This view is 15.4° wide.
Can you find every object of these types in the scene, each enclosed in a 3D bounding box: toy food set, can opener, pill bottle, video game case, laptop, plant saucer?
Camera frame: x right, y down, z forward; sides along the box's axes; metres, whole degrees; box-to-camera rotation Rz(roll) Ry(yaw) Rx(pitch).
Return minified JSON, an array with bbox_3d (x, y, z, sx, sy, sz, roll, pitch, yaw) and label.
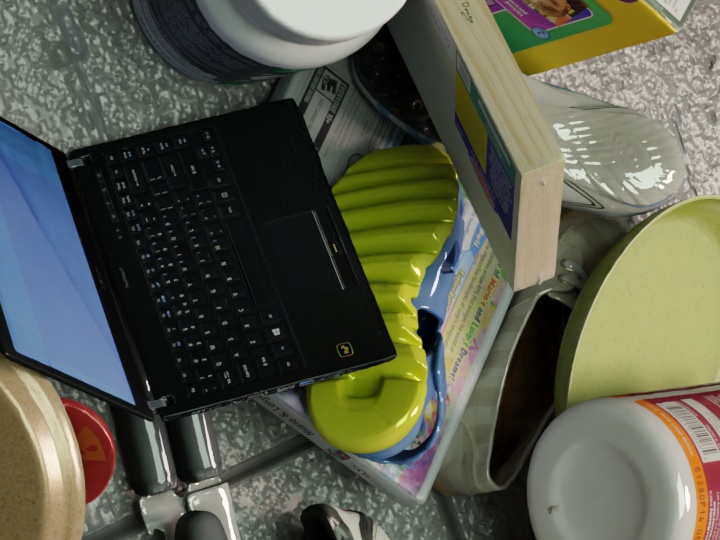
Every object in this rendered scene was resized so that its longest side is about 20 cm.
[{"bbox_3d":[-0.220,0.102,1.303,0.198,0.049,0.200,-34,92,19],"label":"toy food set"},{"bbox_3d":[-0.094,0.100,1.417,0.053,0.066,0.200,-14,90,-30],"label":"can opener"},{"bbox_3d":[0.193,0.118,1.487,0.200,0.110,0.110,-3,90,-47],"label":"pill bottle"},{"bbox_3d":[-0.044,-0.156,1.362,0.113,0.200,0.113,0,90,-17],"label":"pill bottle"},{"bbox_3d":[0.000,0.000,1.469,0.182,0.024,0.200,37,59,-23],"label":"video game case"},{"bbox_3d":[-0.101,-0.025,1.341,0.200,0.103,0.177,-14,58,-12],"label":"laptop"},{"bbox_3d":[0.173,0.050,1.546,0.200,0.031,0.200,-21,119,-43],"label":"plant saucer"}]

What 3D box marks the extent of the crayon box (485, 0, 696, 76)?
[{"bbox_3d":[0.063,-0.194,1.443,0.200,0.173,0.058,39,66,-22],"label":"crayon box"}]

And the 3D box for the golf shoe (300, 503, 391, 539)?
[{"bbox_3d":[-0.043,0.219,1.425,0.092,0.073,0.200,43,63,-41],"label":"golf shoe"}]

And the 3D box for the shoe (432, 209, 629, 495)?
[{"bbox_3d":[0.107,0.046,1.530,0.070,0.053,0.200,39,71,-22],"label":"shoe"}]

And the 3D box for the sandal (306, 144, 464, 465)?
[{"bbox_3d":[0.016,0.023,1.424,0.087,0.079,0.200,66,31,-54],"label":"sandal"}]

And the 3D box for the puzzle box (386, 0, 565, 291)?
[{"bbox_3d":[0.053,-0.102,1.378,0.025,0.133,0.200,-20,66,-9],"label":"puzzle box"}]

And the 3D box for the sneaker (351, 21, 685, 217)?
[{"bbox_3d":[0.084,-0.079,1.495,0.200,0.072,0.072,23,70,-10],"label":"sneaker"}]

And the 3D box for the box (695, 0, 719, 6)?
[{"bbox_3d":[0.192,-0.256,1.520,0.106,0.152,0.200,-2,90,-43],"label":"box"}]
